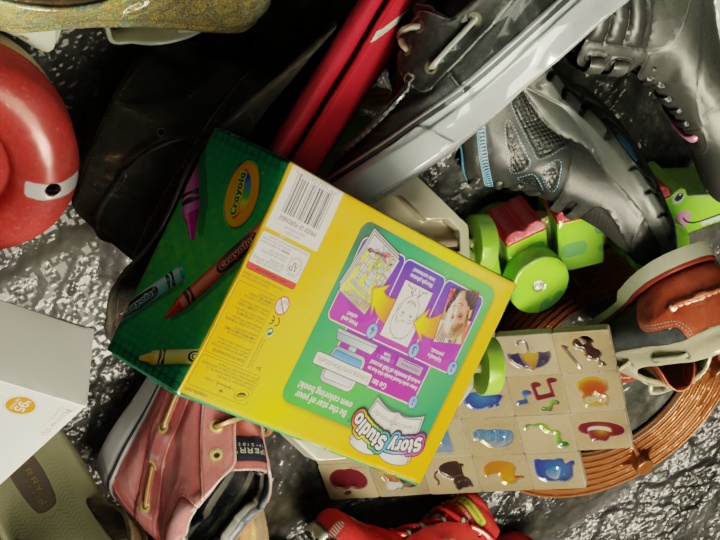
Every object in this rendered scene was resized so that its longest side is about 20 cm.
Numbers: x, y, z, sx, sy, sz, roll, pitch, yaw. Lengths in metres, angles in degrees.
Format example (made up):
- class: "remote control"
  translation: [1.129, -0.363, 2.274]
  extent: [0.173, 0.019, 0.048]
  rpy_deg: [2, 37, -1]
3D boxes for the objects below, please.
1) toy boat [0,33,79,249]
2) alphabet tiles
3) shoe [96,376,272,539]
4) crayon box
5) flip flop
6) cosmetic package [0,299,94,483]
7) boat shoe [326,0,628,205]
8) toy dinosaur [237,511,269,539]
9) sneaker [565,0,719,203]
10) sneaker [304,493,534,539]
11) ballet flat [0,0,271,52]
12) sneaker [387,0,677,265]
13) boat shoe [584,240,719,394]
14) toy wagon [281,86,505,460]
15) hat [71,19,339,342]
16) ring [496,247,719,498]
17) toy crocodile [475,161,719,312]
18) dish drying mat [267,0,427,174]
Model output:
- class: "toy boat"
  translation: [-0.230, -0.038, 0.994]
  extent: [0.198, 0.131, 0.131]
  rpy_deg: [-8, 137, -21]
- class: "alphabet tiles"
  translation: [0.057, 0.075, 1.242]
  extent: [0.198, 0.008, 0.168]
  rpy_deg: [-5, 132, 15]
- class: "shoe"
  translation: [-0.073, 0.071, 1.174]
  extent: [0.071, 0.091, 0.201]
  rpy_deg: [6, 121, -48]
- class: "crayon box"
  translation: [-0.018, 0.023, 1.032]
  extent: [0.200, 0.058, 0.119]
  rpy_deg: [27, 90, -49]
- class: "flip flop"
  translation: [-0.150, 0.154, 1.151]
  extent: [0.081, 0.201, 0.058]
  rpy_deg: [-31, 172, -25]
- class: "cosmetic package"
  translation: [-0.219, 0.081, 1.082]
  extent: [0.082, 0.051, 0.200]
  rpy_deg: [17, 144, -28]
- class: "boat shoe"
  translation: [0.051, -0.111, 1.087]
  extent: [0.200, 0.072, 0.071]
  rpy_deg: [-40, 90, 5]
- class: "toy dinosaur"
  translation: [-0.067, 0.188, 1.293]
  extent: [0.105, 0.061, 0.201]
  rpy_deg: [0, 122, -25]
- class: "sneaker"
  translation: [0.163, -0.116, 1.182]
  extent: [0.099, 0.071, 0.201]
  rpy_deg: [-21, 119, -9]
- class: "sneaker"
  translation: [0.044, 0.175, 1.342]
  extent: [0.199, 0.077, 0.085]
  rpy_deg: [25, 99, -44]
- class: "ballet flat"
  translation: [-0.133, -0.139, 1.027]
  extent: [0.198, 0.071, 0.071]
  rpy_deg: [-5, 125, -23]
- class: "sneaker"
  translation: [0.100, -0.070, 1.169]
  extent: [0.082, 0.073, 0.200]
  rpy_deg: [-39, 106, 14]
- class: "boat shoe"
  translation: [0.178, 0.041, 1.224]
  extent: [0.071, 0.063, 0.200]
  rpy_deg: [-22, 167, -11]
- class: "toy wagon"
  translation: [0.000, 0.000, 1.140]
  extent: [0.154, 0.040, 0.202]
  rpy_deg: [-3, 92, -19]
- class: "hat"
  translation: [-0.096, -0.064, 1.075]
  extent: [0.081, 0.201, 0.201]
  rpy_deg: [35, 108, 5]
- class: "ring"
  translation: [0.162, 0.070, 1.350]
  extent: [0.199, 0.019, 0.202]
  rpy_deg: [-14, 129, -18]
- class: "toy crocodile"
  translation: [0.129, -0.027, 1.231]
  extent: [0.198, 0.068, 0.062]
  rpy_deg: [-16, 128, -16]
- class: "dish drying mat"
  translation: [-0.020, -0.075, 1.074]
  extent: [0.201, 0.018, 0.077]
  rpy_deg: [-59, 169, -10]
